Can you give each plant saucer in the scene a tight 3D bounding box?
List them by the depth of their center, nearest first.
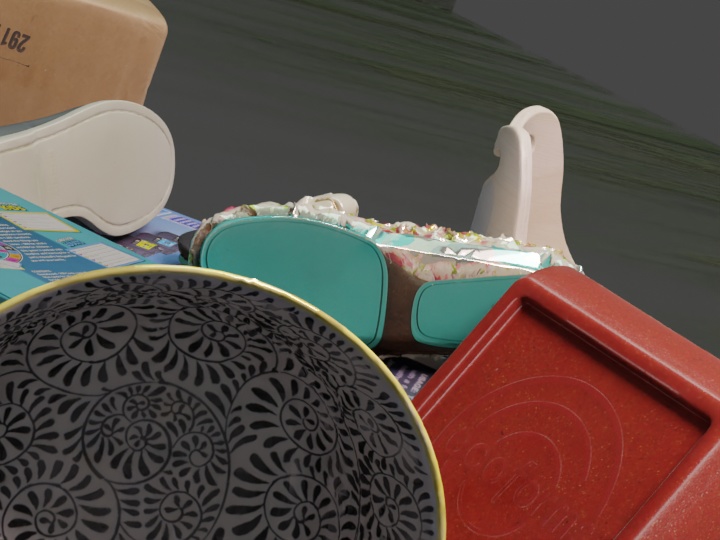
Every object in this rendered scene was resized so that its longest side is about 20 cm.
[{"bbox_3d":[0.071,0.097,1.087,0.037,0.200,0.200,47,-7,-39],"label":"plant saucer"}]

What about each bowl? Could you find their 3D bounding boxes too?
[{"bbox_3d":[-0.077,0.080,0.888,0.201,0.201,0.094,18,13,-14],"label":"bowl"}]

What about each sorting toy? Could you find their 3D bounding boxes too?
[{"bbox_3d":[0.084,0.004,1.387,0.107,0.180,0.200,8,11,10],"label":"sorting toy"}]

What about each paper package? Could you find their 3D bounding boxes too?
[{"bbox_3d":[-0.235,-0.098,1.455,0.200,0.191,0.103,13,14,-30],"label":"paper package"}]

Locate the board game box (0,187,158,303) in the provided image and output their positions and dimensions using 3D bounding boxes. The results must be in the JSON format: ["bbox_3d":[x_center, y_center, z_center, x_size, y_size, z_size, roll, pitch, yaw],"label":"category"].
[{"bbox_3d":[-0.167,0.005,1.121,0.200,0.047,0.151,25,13,27],"label":"board game box"}]

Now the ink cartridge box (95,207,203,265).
[{"bbox_3d":[-0.076,0.030,1.392,0.200,0.076,0.136,21,15,14],"label":"ink cartridge box"}]

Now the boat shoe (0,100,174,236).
[{"bbox_3d":[-0.169,-0.051,1.320,0.062,0.073,0.200,5,11,29],"label":"boat shoe"}]

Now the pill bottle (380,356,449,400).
[{"bbox_3d":[0.000,0.083,1.233,0.200,0.111,0.111,24,12,14],"label":"pill bottle"}]

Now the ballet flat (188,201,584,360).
[{"bbox_3d":[0.012,0.009,1.200,0.200,0.076,0.064,11,6,-13],"label":"ballet flat"}]

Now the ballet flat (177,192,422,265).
[{"bbox_3d":[0.000,0.000,1.306,0.200,0.073,0.073,24,12,21],"label":"ballet flat"}]
